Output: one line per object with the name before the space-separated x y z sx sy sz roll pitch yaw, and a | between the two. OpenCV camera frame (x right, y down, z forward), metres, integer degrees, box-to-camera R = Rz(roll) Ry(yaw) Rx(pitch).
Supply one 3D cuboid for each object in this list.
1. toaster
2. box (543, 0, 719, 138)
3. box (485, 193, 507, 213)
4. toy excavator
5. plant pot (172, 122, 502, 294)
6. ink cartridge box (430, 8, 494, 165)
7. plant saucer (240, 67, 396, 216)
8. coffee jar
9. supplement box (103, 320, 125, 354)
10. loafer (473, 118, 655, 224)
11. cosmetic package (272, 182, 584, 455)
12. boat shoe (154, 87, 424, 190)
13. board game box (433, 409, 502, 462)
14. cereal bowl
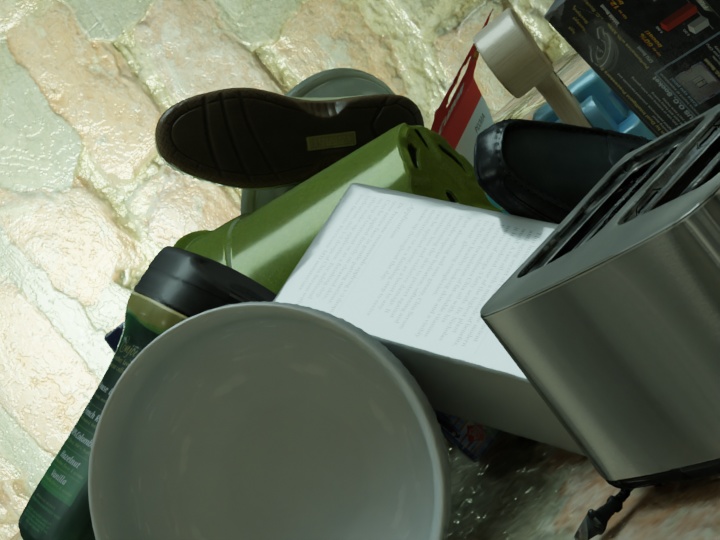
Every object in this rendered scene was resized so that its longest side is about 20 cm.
toaster | 0.167 0.002 0.683 0.200 0.119 0.181 -44 6 -30
box | 0.210 -0.100 0.767 0.050 0.200 0.158 -50 9 -31
box | 0.123 -0.011 1.227 0.082 0.050 0.200 6 18 10
toy excavator | 0.166 -0.119 1.202 0.100 0.200 0.195 -39 5 18
plant pot | 0.000 0.000 1.076 0.190 0.200 0.200 -39 6 23
ink cartridge box | 0.078 -0.081 1.228 0.161 0.050 0.201 -63 -7 -47
plant saucer | -0.008 -0.058 1.234 0.050 0.201 0.200 14 46 41
coffee jar | -0.118 0.091 0.937 0.085 0.104 0.201 17 81 58
supplement box | -0.106 0.073 1.246 0.109 0.110 0.200 -40 -14 0
loafer | 0.157 -0.050 0.892 0.070 0.199 0.069 -28 53 56
cosmetic package | 0.059 0.023 0.880 0.199 0.071 0.102 14 61 38
boat shoe | -0.056 -0.094 1.134 0.198 0.072 0.076 0 2 -19
board game box | 0.115 0.026 1.005 0.200 0.062 0.200 -49 -5 -1
cereal bowl | -0.044 0.117 0.854 0.200 0.201 0.083 -39 -10 8
